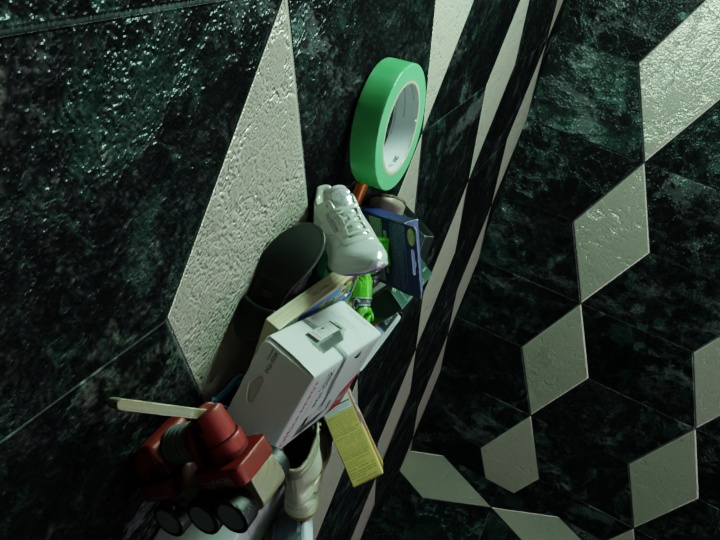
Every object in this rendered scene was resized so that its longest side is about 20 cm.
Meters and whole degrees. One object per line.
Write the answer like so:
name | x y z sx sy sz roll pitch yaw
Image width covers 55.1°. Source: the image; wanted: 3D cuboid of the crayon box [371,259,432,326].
crayon box | 0.032 0.059 1.301 0.199 0.052 0.126 -34 -173 44

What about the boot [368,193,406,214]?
boot | 0.039 -0.059 1.291 0.200 0.069 0.150 23 79 -84

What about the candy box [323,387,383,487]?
candy box | -0.027 0.235 1.114 0.055 0.204 0.117 -23 172 -2

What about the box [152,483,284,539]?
box | -0.209 0.378 1.039 0.202 0.105 0.154 -58 163 -32

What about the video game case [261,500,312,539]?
video game case | -0.148 0.426 1.112 0.181 0.023 0.201 -40 -158 14

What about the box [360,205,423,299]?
box | 0.054 -0.034 1.158 0.032 0.199 0.124 -14 109 -25

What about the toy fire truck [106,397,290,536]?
toy fire truck | -0.205 0.200 0.784 0.203 0.174 0.129 63 37 -14

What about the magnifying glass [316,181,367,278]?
magnifying glass | -0.026 -0.079 1.176 0.203 0.022 0.079 -66 164 3

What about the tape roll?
tape roll | 0.046 -0.233 1.108 0.203 0.047 0.201 90 25 -43

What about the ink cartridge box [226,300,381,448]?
ink cartridge box | -0.073 0.142 0.937 0.148 0.082 0.199 -60 163 24

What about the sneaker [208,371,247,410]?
sneaker | -0.149 0.180 1.000 0.199 0.072 0.083 -38 147 -50

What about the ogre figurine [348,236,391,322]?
ogre figurine | 0.000 0.000 1.143 0.200 0.096 0.123 -47 146 -67

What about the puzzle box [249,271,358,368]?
puzzle box | -0.080 0.079 0.987 0.199 0.025 0.135 -36 156 -48

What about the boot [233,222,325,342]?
boot | -0.103 0.036 1.001 0.202 0.069 0.174 -55 164 -4

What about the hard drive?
hard drive | 0.075 -0.018 1.389 0.032 0.140 0.203 2 122 -30

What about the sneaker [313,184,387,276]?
sneaker | -0.025 -0.058 0.962 0.073 0.200 0.102 -15 119 -20

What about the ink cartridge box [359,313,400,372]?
ink cartridge box | -0.023 0.181 1.341 0.200 0.047 0.198 -47 -179 37

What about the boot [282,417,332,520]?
boot | -0.086 0.258 1.072 0.203 0.070 0.157 -83 174 -45
